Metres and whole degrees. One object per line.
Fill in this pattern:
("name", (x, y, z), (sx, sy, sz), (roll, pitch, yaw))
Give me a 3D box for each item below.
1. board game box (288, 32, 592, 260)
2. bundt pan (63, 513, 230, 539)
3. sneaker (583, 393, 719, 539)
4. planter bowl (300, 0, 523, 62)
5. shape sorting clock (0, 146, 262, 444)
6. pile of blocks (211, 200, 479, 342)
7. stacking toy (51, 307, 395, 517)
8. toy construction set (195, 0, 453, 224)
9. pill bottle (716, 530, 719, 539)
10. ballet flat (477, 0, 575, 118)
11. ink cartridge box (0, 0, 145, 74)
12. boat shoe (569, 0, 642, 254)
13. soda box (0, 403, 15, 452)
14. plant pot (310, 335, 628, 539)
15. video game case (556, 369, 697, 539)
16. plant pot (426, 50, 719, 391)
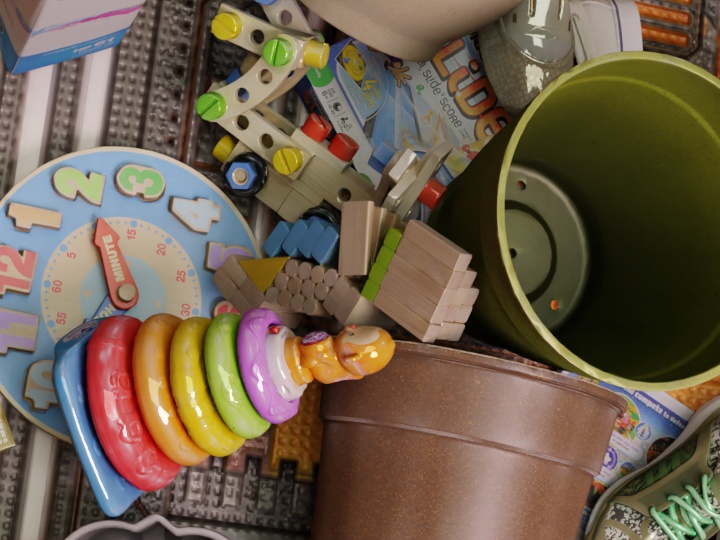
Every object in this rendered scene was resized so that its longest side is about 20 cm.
("board game box", (0.056, -0.080, 1.273), (0.135, 0.034, 0.200), (-28, 90, -19))
("bundt pan", (-0.130, 0.243, 1.122), (0.202, 0.076, 0.202), (0, 92, -1))
("sneaker", (0.226, 0.151, 1.239), (0.077, 0.089, 0.200), (46, 72, -6))
("planter bowl", (0.029, -0.220, 1.187), (0.200, 0.200, 0.135), (27, 112, -11))
("shape sorting clock", (-0.154, 0.018, 1.191), (0.200, 0.039, 0.200), (3, 80, -16))
("pile of blocks", (0.000, 0.000, 1.151), (0.062, 0.200, 0.082), (8, 86, -50))
("stacking toy", (-0.074, 0.064, 1.095), (0.200, 0.116, 0.110), (-15, 100, 18))
("toy construction set", (-0.026, -0.090, 1.197), (0.200, 0.092, 0.131), (42, 109, 20))
("pill bottle", (0.311, 0.268, 1.250), (0.116, 0.116, 0.200), (-4, 82, -17))
("ballet flat", (0.115, -0.195, 1.269), (0.067, 0.062, 0.200), (2, 63, -15))
("ink cartridge box", (-0.189, -0.222, 1.135), (0.085, 0.200, 0.145), (-17, 86, -18))
("boat shoe", (0.163, -0.099, 1.293), (0.070, 0.071, 0.200), (1, 78, -11))
("soda box", (-0.281, 0.028, 1.138), (0.068, 0.064, 0.200), (-19, 87, -19))
("plant pot", (0.051, 0.159, 1.150), (0.200, 0.200, 0.199), (15, 80, -14))
("video game case", (0.161, 0.167, 1.273), (0.143, 0.018, 0.200), (34, 73, -8))
("plant pot", (0.136, -0.021, 1.163), (0.200, 0.193, 0.201), (2, 84, -21))
